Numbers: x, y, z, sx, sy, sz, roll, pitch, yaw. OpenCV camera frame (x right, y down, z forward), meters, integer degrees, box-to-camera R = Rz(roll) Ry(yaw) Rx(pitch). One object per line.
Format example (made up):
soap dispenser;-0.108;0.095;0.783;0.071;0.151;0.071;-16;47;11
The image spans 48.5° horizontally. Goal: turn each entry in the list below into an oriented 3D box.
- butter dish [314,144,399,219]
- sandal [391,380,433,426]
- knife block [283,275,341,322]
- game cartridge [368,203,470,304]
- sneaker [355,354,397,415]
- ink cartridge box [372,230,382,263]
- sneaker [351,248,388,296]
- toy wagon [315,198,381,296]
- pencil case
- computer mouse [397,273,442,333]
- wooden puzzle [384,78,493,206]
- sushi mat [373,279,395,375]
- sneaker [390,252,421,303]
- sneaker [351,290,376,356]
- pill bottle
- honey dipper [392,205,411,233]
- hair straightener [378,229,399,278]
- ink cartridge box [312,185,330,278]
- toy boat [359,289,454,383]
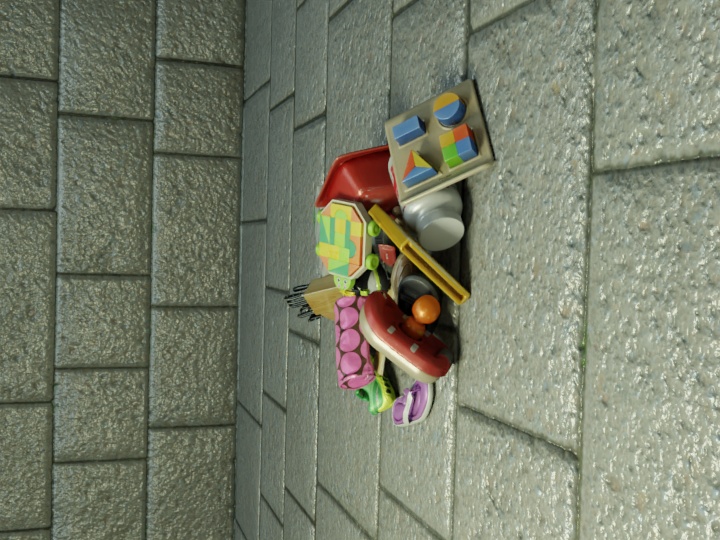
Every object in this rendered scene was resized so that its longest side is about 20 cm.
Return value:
butter dish;0.029;-0.158;1.686;0.149;0.198;0.200;64;152;19
sandal;0.096;0.276;1.634;0.203;0.049;0.084;120;146;-55
knife block;-0.102;0.054;2.035;0.201;0.173;0.064;108;-174;-45
game cartridge;0.103;-0.033;1.471;0.032;0.176;0.200;-47;27;4
sneaker;0.017;0.244;1.800;0.074;0.083;0.201;49;-172;-34
ink cartridge box;0.012;-0.073;1.912;0.200;0.049;0.163;129;139;-58
sneaker;0.000;0.000;1.742;0.200;0.082;0.073;-124;21;-66
toy wagon;-0.030;-0.042;1.642;0.154;0.039;0.203;15;108;39
pencil case;-0.010;0.151;1.727;0.093;0.090;0.203;-17;64;27
computer mouse;0.107;0.071;1.543;0.053;0.137;0.202;-46;-20;-40
wooden puzzle;0.129;-0.233;1.412;0.183;0.046;0.203;-23;57;25
sushi mat;0.052;0.119;1.710;0.096;0.012;0.203;-167;86;-82
sneaker;0.106;0.062;1.623;0.075;0.070;0.203;26;118;49
sneaker;0.037;0.089;1.817;0.079;0.074;0.203;-42;55;47
pill bottle;0.124;-0.139;1.478;0.113;0.110;0.202;111;152;-45
honey dipper;0.081;-0.102;1.598;0.200;0.037;0.039;52;-145;-80
hair straightener;0.072;-0.041;1.655;0.200;0.040;0.078;65;-143;-65
ink cartridge box;-0.067;-0.097;2.065;0.147;0.083;0.203;106;157;-57
toy boat;0.097;0.101;1.464;0.132;0.199;0.130;-56;-9;18
